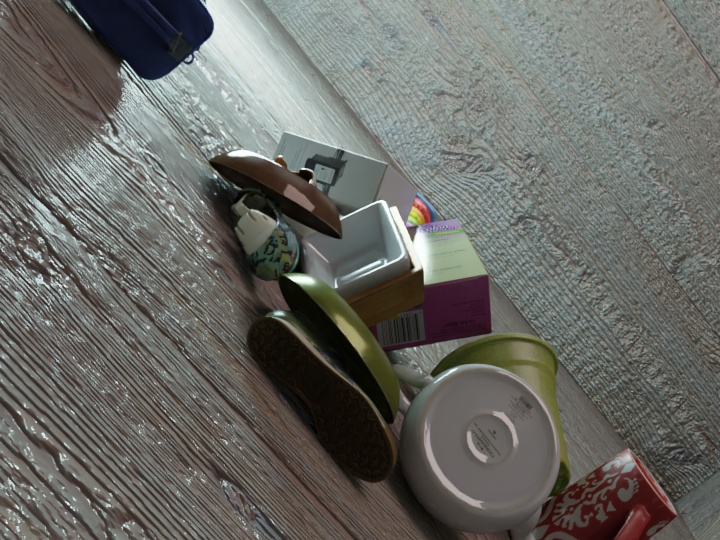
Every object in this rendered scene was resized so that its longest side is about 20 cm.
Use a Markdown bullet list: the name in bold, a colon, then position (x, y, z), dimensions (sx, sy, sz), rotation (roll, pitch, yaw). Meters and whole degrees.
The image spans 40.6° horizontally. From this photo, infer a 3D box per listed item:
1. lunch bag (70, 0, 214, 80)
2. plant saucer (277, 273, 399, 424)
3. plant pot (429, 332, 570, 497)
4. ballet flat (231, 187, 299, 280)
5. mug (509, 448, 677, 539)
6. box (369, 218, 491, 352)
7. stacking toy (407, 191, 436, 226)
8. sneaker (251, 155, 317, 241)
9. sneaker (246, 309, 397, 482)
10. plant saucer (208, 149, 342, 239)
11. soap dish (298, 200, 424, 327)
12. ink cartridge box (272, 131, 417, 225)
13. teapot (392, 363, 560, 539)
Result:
- **lunch bag**: position (-0.283, -0.347, 1.262), dimensions (0.200, 0.135, 0.133), rotation (45, 13, -35)
- **plant saucer**: position (-0.017, 0.077, 1.053), dimensions (0.201, 0.031, 0.201), rotation (49, -14, 16)
- **plant pot**: position (0.206, 0.223, 1.357), dimensions (0.200, 0.199, 0.186), rotation (41, 26, -42)
- **ballet flat**: position (-0.122, -0.048, 1.152), dimensions (0.074, 0.074, 0.200), rotation (46, 3, -24)
- **mug**: position (0.326, 0.359, 1.315), dimensions (0.133, 0.199, 0.178), rotation (44, 13, -34)
- **box**: position (0.084, 0.019, 1.431), dimensions (0.201, 0.173, 0.098), rotation (-107, -172, -62)
- **stacking toy**: position (0.090, -0.083, 2.070), dimensions (0.110, 0.116, 0.201), rotation (45, 23, -12)
- **sneaker**: position (-0.078, -0.090, 1.414), dimensions (0.200, 0.084, 0.073), rotation (42, 12, -45)
- **sneaker**: position (-0.028, 0.116, 0.992), dimensions (0.201, 0.067, 0.090), rotation (49, 16, 1)
- **plant saucer**: position (-0.102, -0.104, 1.256), dimensions (0.198, 0.037, 0.200), rotation (30, -4, 2)
- **soap dish**: position (0.000, 0.000, 1.288), dimensions (0.201, 0.155, 0.082), rotation (-108, 172, -62)
- **ink cartridge box**: position (-0.025, -0.135, 1.535), dimensions (0.197, 0.085, 0.145), rotation (20, -4, 26)
- **teapot**: position (0.124, 0.211, 1.123), dimensions (0.146, 0.194, 0.203), rotation (117, -23, -63)
